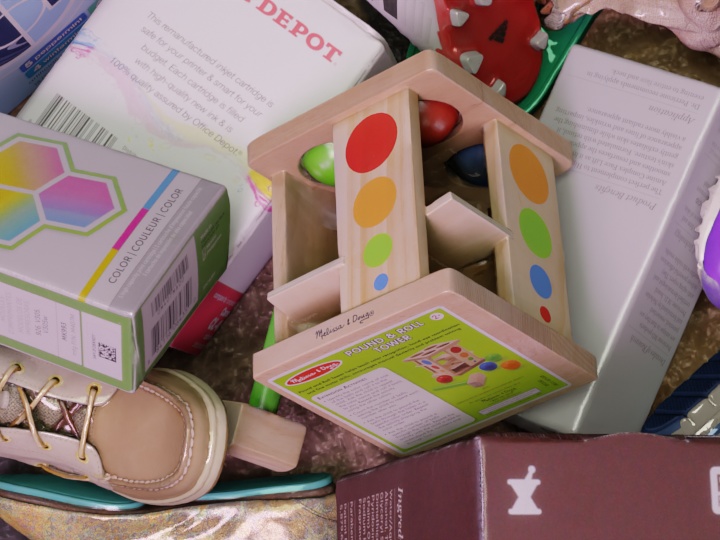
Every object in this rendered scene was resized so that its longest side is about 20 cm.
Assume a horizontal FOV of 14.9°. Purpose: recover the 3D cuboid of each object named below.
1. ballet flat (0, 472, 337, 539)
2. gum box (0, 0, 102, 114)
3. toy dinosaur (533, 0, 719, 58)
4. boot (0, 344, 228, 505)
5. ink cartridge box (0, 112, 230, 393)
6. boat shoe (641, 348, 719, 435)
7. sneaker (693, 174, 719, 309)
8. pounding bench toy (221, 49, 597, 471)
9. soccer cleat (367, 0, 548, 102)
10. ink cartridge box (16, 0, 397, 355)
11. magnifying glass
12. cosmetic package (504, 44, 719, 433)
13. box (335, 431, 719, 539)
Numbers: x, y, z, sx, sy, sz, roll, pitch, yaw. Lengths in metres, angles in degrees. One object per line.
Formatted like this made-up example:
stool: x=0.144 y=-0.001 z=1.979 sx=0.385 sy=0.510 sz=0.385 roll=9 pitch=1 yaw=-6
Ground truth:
ballet flat: x=-0.106 y=0.143 z=1.482 sx=0.199 sy=0.071 sz=0.071 roll=-1 pitch=80 yaw=6
gum box: x=-0.172 y=-0.169 z=1.470 sx=0.170 sy=0.200 sz=0.045 roll=-41 pitch=77 yaw=-1
toy dinosaur: x=0.202 y=-0.164 z=1.481 sx=0.199 sy=0.086 sz=0.136 roll=-10 pitch=45 yaw=-19
boot: x=-0.176 y=0.069 z=1.411 sx=0.200 sy=0.154 sz=0.072 roll=13 pitch=90 yaw=48
ink cartridge box: x=-0.178 y=-0.020 z=1.404 sx=0.199 sy=0.059 sz=0.104 roll=19 pitch=46 yaw=17
boat shoe: x=0.239 y=0.049 z=1.459 sx=0.200 sy=0.072 sz=0.072 roll=-40 pitch=101 yaw=-10
sneaker: x=0.264 y=-0.047 z=1.430 sx=0.200 sy=0.070 sz=0.099 roll=-42 pitch=39 yaw=-14
pounding bench toy: x=0.000 y=0.000 z=1.418 sx=0.200 sy=0.124 sz=0.156 roll=-25 pitch=53 yaw=31
soccer cleat: x=0.027 y=-0.164 z=1.467 sx=0.069 sy=0.200 sz=0.085 roll=-53 pitch=36 yaw=-9
ink cartridge box: x=-0.093 y=-0.076 z=1.500 sx=0.147 sy=0.086 sz=0.200 roll=37 pitch=88 yaw=12
magnifying glass: x=0.114 y=-0.145 z=1.528 sx=0.200 sy=0.022 sz=0.080 roll=-34 pitch=79 yaw=2
cosmetic package: x=0.126 y=-0.009 z=1.461 sx=0.101 sy=0.074 sz=0.201 roll=21 pitch=84 yaw=34
box: x=0.096 y=0.172 z=1.358 sx=0.165 sy=0.200 sz=0.165 roll=2 pitch=80 yaw=-20
